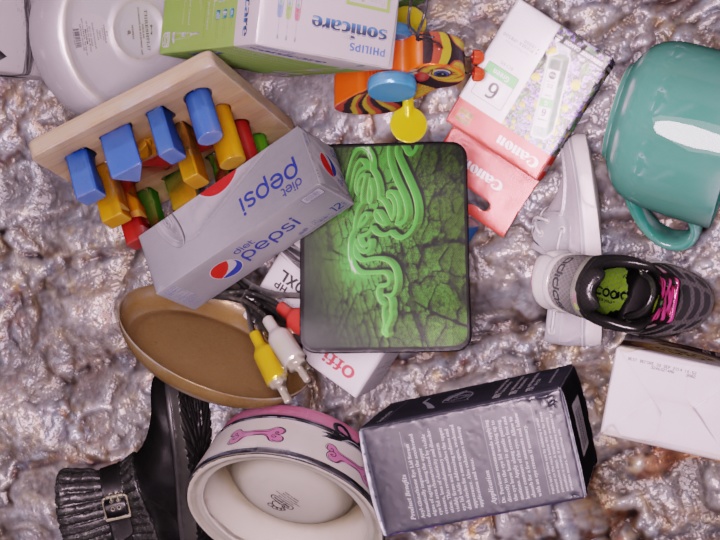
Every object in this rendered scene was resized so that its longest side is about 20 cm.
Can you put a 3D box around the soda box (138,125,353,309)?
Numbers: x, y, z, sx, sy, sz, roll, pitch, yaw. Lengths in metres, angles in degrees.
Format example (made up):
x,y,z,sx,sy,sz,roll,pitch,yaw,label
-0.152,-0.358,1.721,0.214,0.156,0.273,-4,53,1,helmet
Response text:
x,y,z,sx,sy,sz,roll,pitch,yaw,label
-0.108,-0.047,1.379,0.199,0.063,0.069,-32,61,21,soda box

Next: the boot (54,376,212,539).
x,y,z,sx,sy,sz,roll,pitch,yaw,label
-0.237,0.197,1.524,0.155,0.079,0.215,-1,94,13,boot

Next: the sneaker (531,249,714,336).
x,y,z,sx,sy,sz,roll,pitch,yaw,label
0.254,0.025,1.354,0.198,0.087,0.075,10,95,-28,sneaker

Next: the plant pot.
x,y,z,sx,sy,sz,roll,pitch,yaw,label
-0.143,0.077,1.436,0.198,0.200,0.028,27,111,10,plant pot

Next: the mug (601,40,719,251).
x,y,z,sx,sy,sz,roll,pitch,yaw,label
0.280,-0.113,1.346,0.113,0.152,0.188,18,98,14,mug

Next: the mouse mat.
x,y,z,sx,sy,sz,roll,pitch,yaw,label
0.022,-0.023,1.378,0.158,0.008,0.203,-1,74,3,mouse mat

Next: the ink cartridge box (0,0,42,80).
x,y,z,sx,sy,sz,roll,pitch,yaw,label
-0.364,-0.266,1.454,0.082,0.200,0.149,5,96,22,ink cartridge box

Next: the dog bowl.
x,y,z,sx,sy,sz,roll,pitch,yaw,label
-0.066,0.210,1.444,0.197,0.074,0.202,9,138,8,dog bowl

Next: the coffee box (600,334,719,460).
x,y,z,sx,sy,sz,roll,pitch,yaw,label
0.282,0.111,1.336,0.111,0.200,0.081,12,93,13,coffee box

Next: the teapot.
x,y,z,sx,sy,sz,roll,pitch,yaw,label
-0.246,-0.230,1.466,0.197,0.145,0.202,39,73,-30,teapot

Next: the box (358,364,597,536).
x,y,z,sx,sy,sz,roll,pitch,yaw,label
0.114,0.168,1.407,0.197,0.148,0.106,-14,91,15,box

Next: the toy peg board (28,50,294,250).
x,y,z,sx,sy,sz,roll,pitch,yaw,label
-0.173,-0.091,1.417,0.198,0.199,0.099,-25,69,13,toy peg board

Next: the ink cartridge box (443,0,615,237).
x,y,z,sx,sy,sz,roll,pitch,yaw,label
0.146,-0.144,1.427,0.108,0.050,0.201,33,100,9,ink cartridge box

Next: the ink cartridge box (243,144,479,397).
x,y,z,sx,sy,sz,roll,pitch,yaw,label
0.000,0.000,1.452,0.144,0.084,0.201,34,101,11,ink cartridge box

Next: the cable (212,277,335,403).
x,y,z,sx,sy,sz,roll,pitch,yaw,label
-0.098,0.029,1.409,0.200,0.050,0.097,44,93,22,cable

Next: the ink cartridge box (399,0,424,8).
x,y,z,sx,sy,sz,roll,pitch,yaw,label
0.067,-0.318,1.428,0.197,0.059,0.105,-15,90,14,ink cartridge box

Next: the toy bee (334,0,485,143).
x,y,z,sx,sy,sz,roll,pitch,yaw,label
0.057,-0.185,1.399,0.107,0.200,0.133,9,92,-23,toy bee

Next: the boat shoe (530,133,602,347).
x,y,z,sx,sy,sz,roll,pitch,yaw,label
0.196,-0.027,1.419,0.067,0.072,0.203,-2,103,10,boat shoe

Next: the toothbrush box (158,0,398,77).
x,y,z,sx,sy,sz,roll,pitch,yaw,label
-0.078,-0.233,1.372,0.144,0.199,0.087,6,93,-33,toothbrush box
